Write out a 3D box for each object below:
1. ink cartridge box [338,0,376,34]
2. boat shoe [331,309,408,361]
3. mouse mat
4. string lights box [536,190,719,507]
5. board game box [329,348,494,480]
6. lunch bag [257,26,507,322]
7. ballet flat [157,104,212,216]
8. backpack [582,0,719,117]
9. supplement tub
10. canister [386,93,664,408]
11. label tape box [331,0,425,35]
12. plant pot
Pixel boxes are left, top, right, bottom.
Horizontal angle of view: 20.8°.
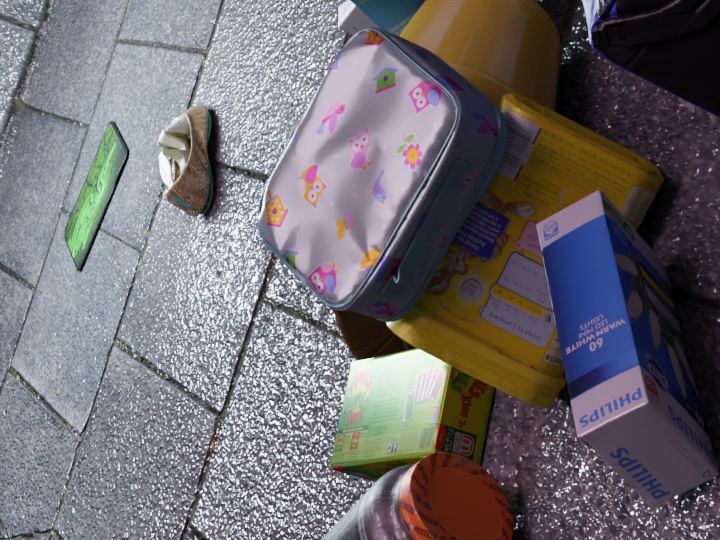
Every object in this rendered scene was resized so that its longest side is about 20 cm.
[{"bbox_3d":[0.059,-0.343,1.983,0.200,0.084,0.146,-46,33,43],"label":"ink cartridge box"},{"bbox_3d":[0.000,0.000,1.774,0.070,0.073,0.201,-77,-22,-43],"label":"boat shoe"},{"bbox_3d":[-0.398,-0.114,2.931,0.202,0.007,0.161,-67,24,14],"label":"mouse mat"},{"bbox_3d":[0.185,0.053,1.374,0.059,0.103,0.201,-29,42,22],"label":"string lights box"},{"bbox_3d":[0.045,0.125,1.716,0.200,0.047,0.103,-17,57,62],"label":"board game box"},{"bbox_3d":[0.016,-0.066,1.483,0.160,0.077,0.201,42,109,39],"label":"lunch bag"},{"bbox_3d":[-0.225,-0.152,2.499,0.071,0.065,0.201,-56,28,32],"label":"ballet flat"},{"bbox_3d":[0.259,-0.236,1.360,0.201,0.161,0.169,-55,25,36],"label":"backpack"},{"bbox_3d":[0.031,0.238,1.571,0.200,0.121,0.123,-50,31,41],"label":"supplement tub"},{"bbox_3d":[0.128,-0.017,1.509,0.201,0.147,0.087,-63,4,12],"label":"canister"},{"bbox_3d":[0.078,-0.271,1.745,0.143,0.066,0.200,-32,8,32],"label":"label tape box"},{"bbox_3d":[0.087,-0.135,1.659,0.201,0.200,0.190,-36,25,53],"label":"plant pot"}]
